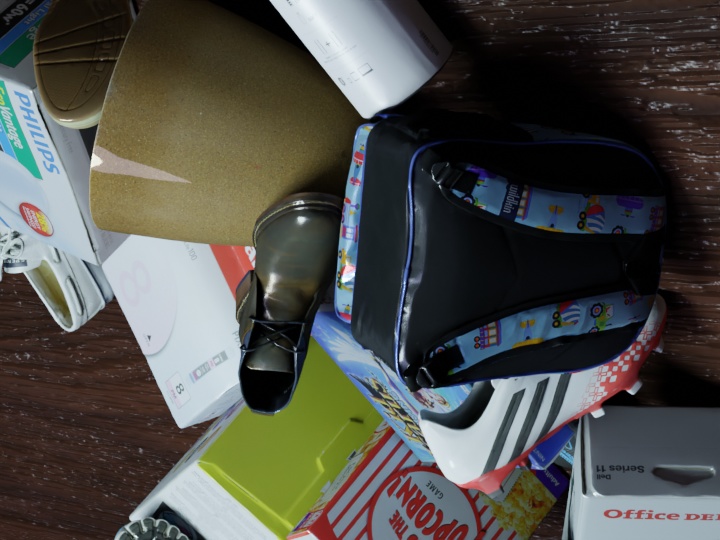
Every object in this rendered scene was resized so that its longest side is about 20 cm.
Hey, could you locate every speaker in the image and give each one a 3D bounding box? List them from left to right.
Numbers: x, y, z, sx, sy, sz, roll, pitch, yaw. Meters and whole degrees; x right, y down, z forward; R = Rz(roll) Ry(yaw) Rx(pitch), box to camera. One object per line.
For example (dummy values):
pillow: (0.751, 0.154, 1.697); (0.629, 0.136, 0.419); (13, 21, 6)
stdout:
speaker: (-0.028, -0.202, 1.428); (0.200, 0.081, 0.081); (50, 149, -16)

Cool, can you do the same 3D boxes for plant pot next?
plant pot: (-0.072, -0.090, 1.554); (0.199, 0.187, 0.187); (18, 146, 7)

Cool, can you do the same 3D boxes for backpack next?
backpack: (0.099, -0.019, 1.436); (0.134, 0.199, 0.183); (-147, 57, -61)

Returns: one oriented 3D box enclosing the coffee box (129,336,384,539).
coffee box: (-0.040, 0.187, 1.834); (0.200, 0.200, 0.198); (43, 150, -3)

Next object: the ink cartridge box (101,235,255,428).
ink cartridge box: (-0.125, 0.019, 1.756); (0.200, 0.057, 0.163); (-43, 70, 53)

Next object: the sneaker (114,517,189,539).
sneaker: (-0.133, 0.283, 1.817); (0.200, 0.078, 0.090); (49, 169, -9)

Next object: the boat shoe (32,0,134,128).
boat shoe: (-0.196, -0.178, 1.570); (0.073, 0.201, 0.063); (-5, 145, 8)

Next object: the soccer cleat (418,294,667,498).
soccer cleat: (0.130, 0.073, 1.504); (0.085, 0.200, 0.069); (50, 180, -22)

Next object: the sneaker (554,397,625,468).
sneaker: (0.146, 0.089, 1.619); (0.082, 0.073, 0.200); (7, 136, 43)

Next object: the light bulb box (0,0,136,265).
light bulb box: (-0.272, -0.137, 1.749); (0.200, 0.125, 0.199); (21, 144, 32)

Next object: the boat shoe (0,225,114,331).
boat shoe: (-0.313, -0.023, 1.984); (0.074, 0.086, 0.202); (6, 136, 45)

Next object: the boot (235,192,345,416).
boot: (-0.047, 0.025, 1.506); (0.074, 0.097, 0.200); (5, 152, -11)

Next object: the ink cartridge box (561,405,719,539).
ink cartridge box: (0.228, 0.187, 1.588); (0.146, 0.083, 0.200); (1, 143, 0)

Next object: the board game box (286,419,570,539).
board game box: (0.058, 0.194, 1.731); (0.152, 0.200, 0.046); (45, 152, -10)

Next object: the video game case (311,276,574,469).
video game case: (0.042, 0.066, 1.610); (0.200, 0.045, 0.181); (49, 158, -17)
